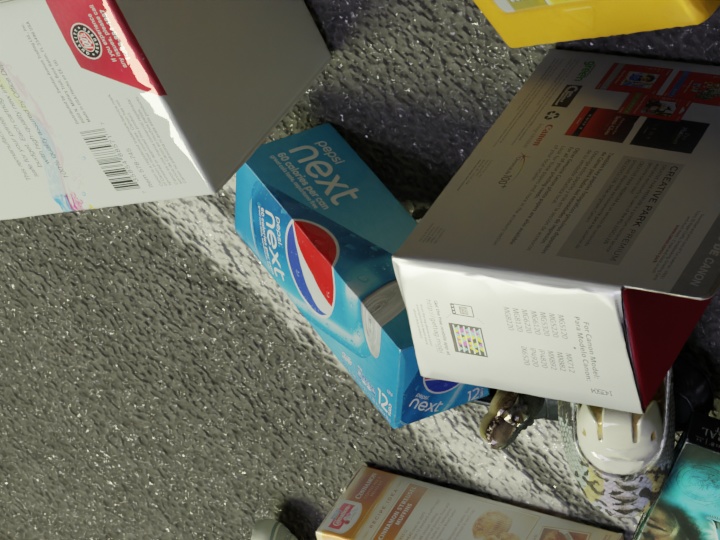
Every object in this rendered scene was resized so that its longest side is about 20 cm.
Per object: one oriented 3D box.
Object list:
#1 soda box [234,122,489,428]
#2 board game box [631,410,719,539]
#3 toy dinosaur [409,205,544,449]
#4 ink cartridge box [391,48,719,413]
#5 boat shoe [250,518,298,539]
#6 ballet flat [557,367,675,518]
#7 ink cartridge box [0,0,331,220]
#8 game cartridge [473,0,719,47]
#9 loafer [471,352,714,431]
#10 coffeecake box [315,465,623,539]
[{"bbox_3d":[0.000,0.000,1.397,0.200,0.067,0.064,49,148,41],"label":"soda box"},{"bbox_3d":[0.272,0.167,1.433,0.199,0.028,0.136,20,138,3],"label":"board game box"},{"bbox_3d":[0.076,0.000,1.403,0.088,0.047,0.201,10,103,32],"label":"toy dinosaur"},{"bbox_3d":[0.142,-0.023,1.244,0.175,0.200,0.084,9,131,30],"label":"ink cartridge box"},{"bbox_3d":[-0.030,0.260,1.748,0.071,0.070,0.202,-4,126,17],"label":"boat shoe"},{"bbox_3d":[0.148,0.058,1.365,0.072,0.072,0.202,10,110,29],"label":"ballet flat"},{"bbox_3d":[-0.153,-0.133,1.399,0.199,0.145,0.146,-5,125,38],"label":"ink cartridge box"},{"bbox_3d":[0.072,-0.199,1.207,0.200,0.032,0.176,47,158,-22],"label":"game cartridge"},{"bbox_3d":[0.116,0.067,1.448,0.199,0.070,0.068,13,134,25],"label":"loafer"},{"bbox_3d":[0.081,0.233,1.625,0.199,0.073,0.154,13,134,27],"label":"coffeecake box"}]
